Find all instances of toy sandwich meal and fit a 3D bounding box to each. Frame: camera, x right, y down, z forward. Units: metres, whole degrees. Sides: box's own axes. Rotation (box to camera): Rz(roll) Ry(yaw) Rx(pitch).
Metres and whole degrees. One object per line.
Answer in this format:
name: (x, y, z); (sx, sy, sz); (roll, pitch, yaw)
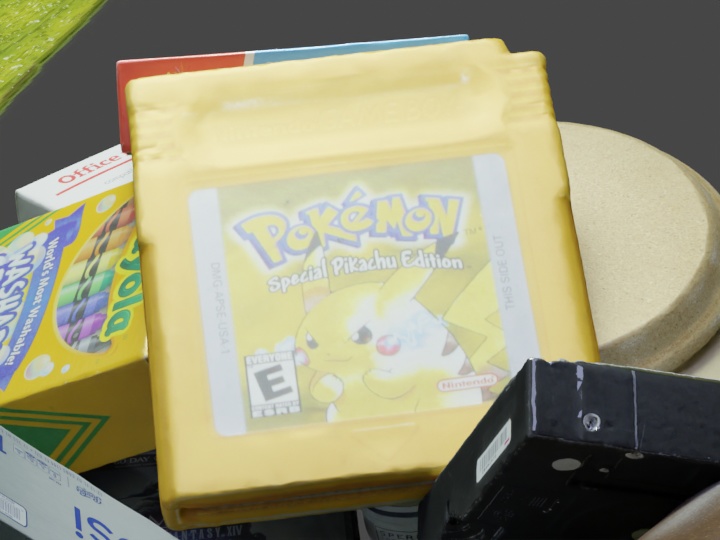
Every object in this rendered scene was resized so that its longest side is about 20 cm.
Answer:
toy sandwich meal: (0.078, 0.012, 1.209); (0.205, 0.070, 0.205); (-5, 40, 5)

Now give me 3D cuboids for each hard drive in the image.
hard drive: (0.134, 0.086, 1.045); (0.200, 0.140, 0.038); (9, 61, -12)

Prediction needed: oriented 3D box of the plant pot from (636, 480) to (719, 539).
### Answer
plant pot: (0.118, 0.166, 0.907); (0.200, 0.200, 0.198); (11, 25, 27)

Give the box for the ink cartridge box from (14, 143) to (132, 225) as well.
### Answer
ink cartridge box: (-0.086, -0.014, 1.381); (0.116, 0.068, 0.200); (-26, 35, -36)

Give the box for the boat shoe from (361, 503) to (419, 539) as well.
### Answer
boat shoe: (0.035, 0.047, 1.257); (0.072, 0.062, 0.200); (-2, 28, 5)

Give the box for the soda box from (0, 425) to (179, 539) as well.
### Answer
soda box: (-0.079, 0.134, 0.989); (0.068, 0.200, 0.063); (-47, 25, 16)

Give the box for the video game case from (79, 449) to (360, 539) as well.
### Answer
video game case: (-0.069, 0.131, 1.167); (0.143, 0.019, 0.200); (-5, 29, -1)

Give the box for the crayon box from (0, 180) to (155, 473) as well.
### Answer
crayon box: (-0.117, 0.026, 1.219); (0.200, 0.052, 0.126); (-19, 37, 29)

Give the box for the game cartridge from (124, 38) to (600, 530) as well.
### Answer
game cartridge: (0.000, 0.000, 1.132); (0.176, 0.032, 0.200); (-7, 61, -2)

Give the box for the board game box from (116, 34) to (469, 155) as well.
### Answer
board game box: (-0.030, -0.077, 1.294); (0.153, 0.040, 0.200); (-4, 2, -3)
